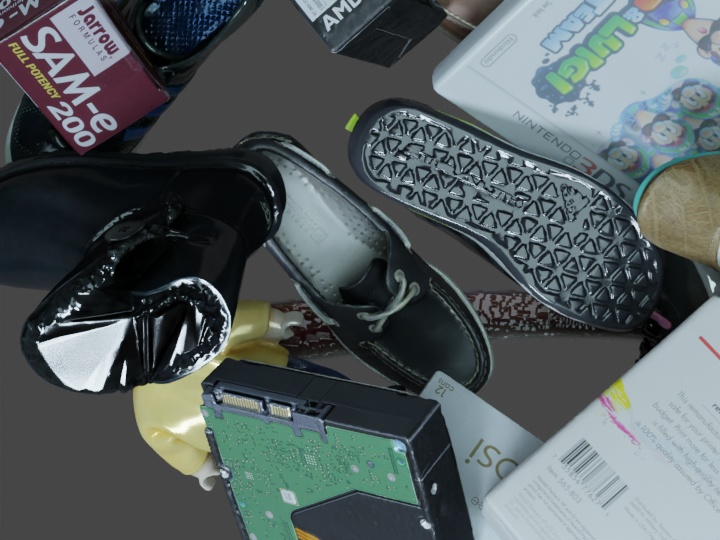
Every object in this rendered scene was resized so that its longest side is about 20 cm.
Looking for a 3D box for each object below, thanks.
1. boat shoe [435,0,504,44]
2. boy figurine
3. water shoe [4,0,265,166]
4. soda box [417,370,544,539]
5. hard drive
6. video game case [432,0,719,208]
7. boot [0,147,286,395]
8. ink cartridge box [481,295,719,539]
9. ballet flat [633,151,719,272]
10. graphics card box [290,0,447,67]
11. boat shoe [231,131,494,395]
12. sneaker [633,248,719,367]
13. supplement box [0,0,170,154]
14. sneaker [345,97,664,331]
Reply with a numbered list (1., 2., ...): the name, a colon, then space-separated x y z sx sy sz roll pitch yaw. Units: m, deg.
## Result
1. boat shoe: 0.124 -0.142 0.974 0.200 0.072 0.076 17 92 -3
2. boy figurine: -0.081 0.067 0.984 0.200 0.064 0.125 22 114 0
3. water shoe: -0.129 -0.119 0.965 0.071 0.079 0.200 41 91 -3
4. soda box: 0.104 0.142 0.937 0.200 0.064 0.068 34 78 12
5. hard drive: -0.002 0.143 0.929 0.139 0.038 0.200 8 129 34
6. video game case: 0.169 -0.113 0.922 0.182 0.024 0.200 32 129 -21
7. boot: -0.145 -0.001 0.894 0.200 0.168 0.077 -6 114 15
8. ink cartridge box: 0.173 0.097 0.878 0.200 0.068 0.115 -40 76 -7
9. ballet flat: 0.228 -0.017 0.932 0.068 0.200 0.072 -55 52 21
10. graphics card box: -0.042 -0.200 0.922 0.051 0.125 0.200 -41 84 12
11. boat shoe: 0.000 0.000 0.984 0.074 0.060 0.200 -40 93 1
12. sneaker: 0.164 0.070 0.982 0.099 0.071 0.201 -12 103 -4
13. supplement box: -0.181 -0.168 0.903 0.061 0.109 0.200 -33 59 0
14. sneaker: 0.082 -0.039 0.972 0.200 0.083 0.072 34 93 2
